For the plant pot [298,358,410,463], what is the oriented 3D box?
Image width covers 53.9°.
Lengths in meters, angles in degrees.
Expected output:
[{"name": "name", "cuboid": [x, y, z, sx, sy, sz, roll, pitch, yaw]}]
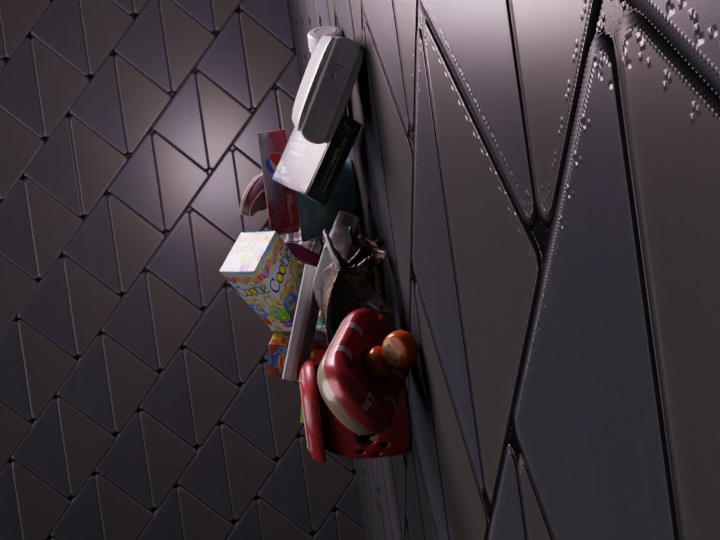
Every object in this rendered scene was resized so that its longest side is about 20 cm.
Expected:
[{"name": "plant pot", "cuboid": [-0.015, 0.233, 1.256, 0.200, 0.177, 0.207, 173, 90, -86]}]

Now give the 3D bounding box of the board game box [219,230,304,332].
[{"name": "board game box", "cuboid": [-0.182, 0.026, 1.470, 0.201, 0.103, 0.105, 55, -132, -38]}]

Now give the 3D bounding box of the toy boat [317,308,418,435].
[{"name": "toy boat", "cuboid": [0.028, 0.129, 0.995, 0.131, 0.130, 0.201, 45, -145, -13]}]

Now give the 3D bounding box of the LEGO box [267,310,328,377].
[{"name": "LEGO box", "cuboid": [-0.116, 0.161, 1.573, 0.201, 0.144, 0.079, -78, -7, -70]}]

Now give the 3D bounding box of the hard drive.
[{"name": "hard drive", "cuboid": [-0.102, 0.100, 1.314, 0.132, 0.026, 0.206, 56, -135, -81]}]

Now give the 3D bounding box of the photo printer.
[{"name": "photo printer", "cuboid": [-0.060, -0.306, 1.183, 0.200, 0.068, 0.170, -116, 47, -70]}]

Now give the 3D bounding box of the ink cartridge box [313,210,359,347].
[{"name": "ink cartridge box", "cuboid": [-0.061, 0.013, 1.313, 0.162, 0.049, 0.204, -74, 5, -62]}]

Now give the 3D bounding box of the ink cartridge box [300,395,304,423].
[{"name": "ink cartridge box", "cuboid": [-0.022, 0.253, 1.415, 0.059, 0.196, 0.107, -9, 76, 54]}]

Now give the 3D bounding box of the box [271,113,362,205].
[{"name": "box", "cuboid": [-0.087, -0.219, 1.321, 0.161, 0.050, 0.199, -64, 30, 3]}]

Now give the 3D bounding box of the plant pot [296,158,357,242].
[{"name": "plant pot", "cuboid": [-0.077, -0.173, 1.524, 0.200, 0.130, 0.207, 171, 90, -84]}]

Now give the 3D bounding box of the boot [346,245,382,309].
[{"name": "boot", "cuboid": [0.000, 0.000, 1.384, 0.200, 0.064, 0.180, 120, 138, -77]}]

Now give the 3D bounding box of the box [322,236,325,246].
[{"name": "box", "cuboid": [-0.034, 0.025, 1.634, 0.162, 0.042, 0.203, 87, 163, -56]}]

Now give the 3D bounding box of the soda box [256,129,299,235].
[{"name": "soda box", "cuboid": [-0.168, -0.180, 1.457, 0.070, 0.061, 0.206, 129, 132, -82]}]

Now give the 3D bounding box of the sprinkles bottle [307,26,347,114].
[{"name": "sprinkles bottle", "cuboid": [-0.062, -0.371, 1.399, 0.069, 0.066, 0.204, -106, 10, -54]}]

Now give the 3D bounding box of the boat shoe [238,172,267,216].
[{"name": "boat shoe", "cuboid": [-0.205, -0.169, 1.532, 0.201, 0.058, 0.073, -64, -1, -58]}]

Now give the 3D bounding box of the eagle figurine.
[{"name": "eagle figurine", "cuboid": [-0.018, 0.046, 1.147, 0.150, 0.203, 0.151, 35, -170, 31]}]

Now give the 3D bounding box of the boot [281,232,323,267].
[{"name": "boot", "cuboid": [-0.139, -0.100, 1.700, 0.070, 0.128, 0.205, 78, -153, -65]}]

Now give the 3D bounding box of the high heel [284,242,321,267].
[{"name": "high heel", "cuboid": [-0.126, -0.010, 1.515, 0.067, 0.193, 0.099, 144, 125, -87]}]
